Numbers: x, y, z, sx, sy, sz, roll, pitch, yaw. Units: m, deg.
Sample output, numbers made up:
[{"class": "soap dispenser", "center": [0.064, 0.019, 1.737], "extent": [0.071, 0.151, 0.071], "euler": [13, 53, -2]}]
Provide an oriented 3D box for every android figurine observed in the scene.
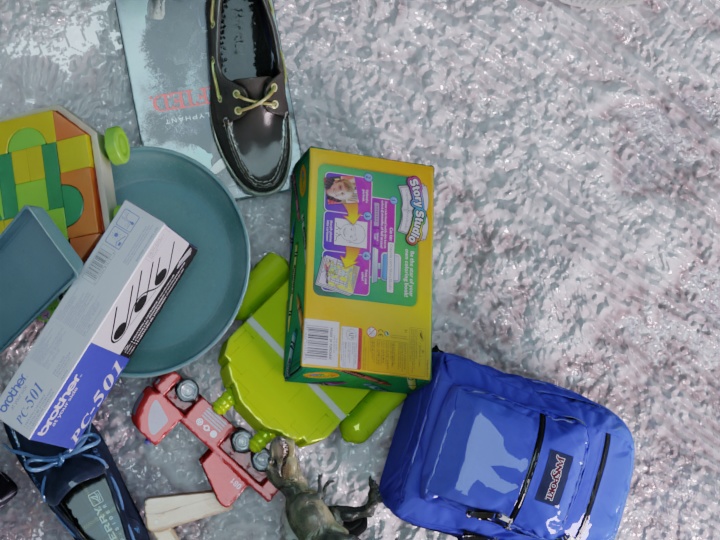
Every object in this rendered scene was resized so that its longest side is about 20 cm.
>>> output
[{"class": "android figurine", "center": [-0.044, 0.073, 1.200], "extent": [0.182, 0.041, 0.200], "euler": [45, 67, -3]}]

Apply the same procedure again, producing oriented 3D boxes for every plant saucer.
[{"class": "plant saucer", "center": [-0.288, 0.013, 1.124], "extent": [0.070, 0.200, 0.019], "euler": [54, 46, 0]}, {"class": "plant saucer", "center": [-0.188, -0.007, 1.185], "extent": [0.199, 0.036, 0.201], "euler": [-1, 85, 9]}]

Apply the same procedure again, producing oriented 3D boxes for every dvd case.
[{"class": "dvd case", "center": [-0.136, -0.161, 1.233], "extent": [0.145, 0.022, 0.201], "euler": [-10, 89, -9]}]

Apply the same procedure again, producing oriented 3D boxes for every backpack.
[{"class": "backpack", "center": [0.136, 0.175, 1.177], "extent": [0.199, 0.168, 0.163], "euler": [19, 90, -10]}]

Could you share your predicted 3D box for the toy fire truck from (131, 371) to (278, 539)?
[{"class": "toy fire truck", "center": [-0.141, 0.199, 1.191], "extent": [0.200, 0.049, 0.141], "euler": [43, 81, -4]}]

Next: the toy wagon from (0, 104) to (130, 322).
[{"class": "toy wagon", "center": [-0.268, -0.038, 1.162], "extent": [0.154, 0.040, 0.201], "euler": [-11, 81, 13]}]

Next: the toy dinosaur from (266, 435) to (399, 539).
[{"class": "toy dinosaur", "center": [-0.014, 0.229, 1.156], "extent": [0.088, 0.047, 0.201], "euler": [-20, 82, -8]}]

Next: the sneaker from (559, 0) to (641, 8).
[{"class": "sneaker", "center": [0.268, -0.311, 1.290], "extent": [0.199, 0.074, 0.082], "euler": [-14, 58, -4]}]

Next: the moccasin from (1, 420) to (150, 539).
[{"class": "moccasin", "center": [-0.238, 0.179, 1.168], "extent": [0.080, 0.068, 0.200], "euler": [-38, 90, -9]}]

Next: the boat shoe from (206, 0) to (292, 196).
[{"class": "boat shoe", "center": [-0.101, -0.167, 1.197], "extent": [0.071, 0.061, 0.202], "euler": [-10, 88, -9]}]

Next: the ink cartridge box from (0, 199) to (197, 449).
[{"class": "ink cartridge box", "center": [-0.214, 0.047, 1.109], "extent": [0.044, 0.094, 0.201], "euler": [31, 85, 15]}]

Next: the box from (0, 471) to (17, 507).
[{"class": "box", "center": [-0.427, 0.185, 1.117], "extent": [0.200, 0.117, 0.197], "euler": [-44, 93, -8]}]

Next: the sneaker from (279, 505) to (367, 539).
[{"class": "sneaker", "center": [-0.015, 0.306, 1.192], "extent": [0.099, 0.070, 0.201], "euler": [-4, 87, -11]}]

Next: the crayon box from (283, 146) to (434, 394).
[{"class": "crayon box", "center": [0.000, 0.000, 1.184], "extent": [0.118, 0.058, 0.201], "euler": [8, 72, -18]}]
